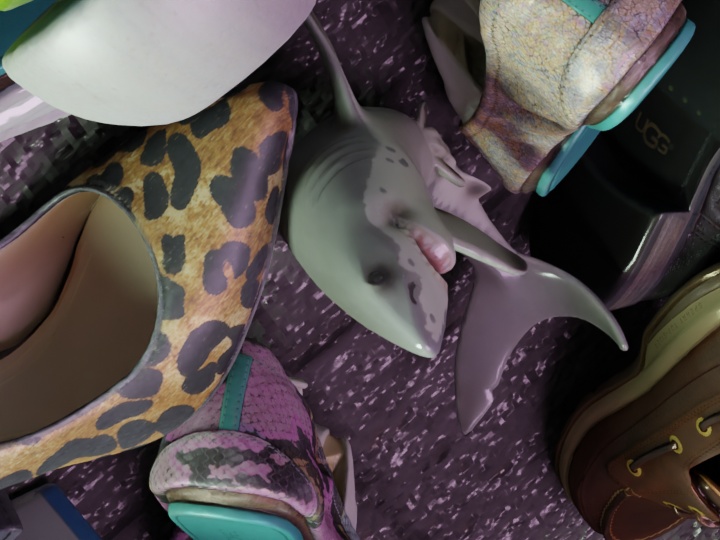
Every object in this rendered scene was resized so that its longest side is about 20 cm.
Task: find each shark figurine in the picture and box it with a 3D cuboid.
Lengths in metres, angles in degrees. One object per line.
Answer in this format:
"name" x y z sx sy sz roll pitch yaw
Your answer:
"shark figurine" -0.002 -0.009 0.922 0.089 0.128 0.214 -35 167 10

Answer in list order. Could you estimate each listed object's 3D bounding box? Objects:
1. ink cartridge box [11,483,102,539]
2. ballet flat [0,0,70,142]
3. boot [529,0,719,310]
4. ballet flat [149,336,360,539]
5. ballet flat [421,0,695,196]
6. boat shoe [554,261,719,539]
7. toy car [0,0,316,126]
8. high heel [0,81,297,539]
"ink cartridge box" -0.114 0.206 0.954 0.146 0.147 0.200 -27 141 -23
"ballet flat" -0.141 -0.035 0.771 0.200 0.069 0.069 -25 140 -25
"boot" 0.159 -0.057 1.030 0.174 0.069 0.200 -2 137 -43
"ballet flat" -0.030 0.072 0.964 0.200 0.069 0.071 82 19 -68
"ballet flat" 0.054 -0.070 0.896 0.068 0.067 0.200 -53 179 -9
"boat shoe" 0.123 0.061 1.061 0.072 0.068 0.200 -15 159 -21
"toy car" -0.045 -0.132 0.613 0.200 0.150 0.175 -40 101 1
"high heel" -0.109 0.018 0.834 0.200 0.071 0.143 -50 151 23
